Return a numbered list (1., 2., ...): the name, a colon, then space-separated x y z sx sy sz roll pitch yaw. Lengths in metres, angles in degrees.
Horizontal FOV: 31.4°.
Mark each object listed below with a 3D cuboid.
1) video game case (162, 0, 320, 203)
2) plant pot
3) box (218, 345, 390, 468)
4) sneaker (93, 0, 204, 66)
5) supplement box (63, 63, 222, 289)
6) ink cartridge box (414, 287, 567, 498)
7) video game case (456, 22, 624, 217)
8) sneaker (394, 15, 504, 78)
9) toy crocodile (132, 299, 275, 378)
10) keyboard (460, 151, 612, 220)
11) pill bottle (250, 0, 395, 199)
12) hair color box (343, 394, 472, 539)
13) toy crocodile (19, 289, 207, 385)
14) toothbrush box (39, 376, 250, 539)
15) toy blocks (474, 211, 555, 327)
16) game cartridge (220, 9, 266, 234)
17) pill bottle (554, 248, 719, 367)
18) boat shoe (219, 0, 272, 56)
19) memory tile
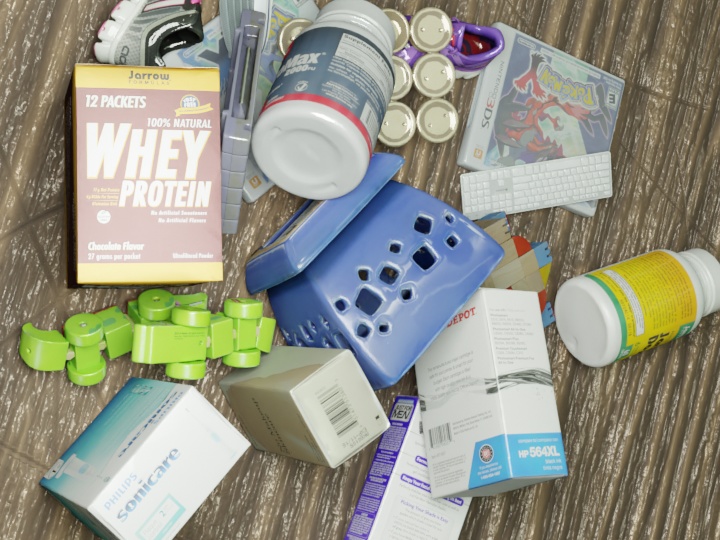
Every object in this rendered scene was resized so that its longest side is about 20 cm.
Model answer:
1. video game case: -0.101 -0.206 1.407 0.200 0.022 0.183 -41 105 -22
2. plant pot: 0.000 0.000 1.357 0.180 0.200 0.200 47 69 -9
3. box: -0.062 0.135 1.312 0.078 0.200 0.095 -34 101 -24
4. sneaker: -0.187 -0.279 1.329 0.087 0.074 0.201 34 78 0
5. supplement box: -0.214 -0.083 1.235 0.132 0.200 0.199 -1 88 -16
6. ink cartridge box: 0.134 0.133 1.374 0.084 0.146 0.202 3 72 -31
7. video game case: 0.224 -0.183 1.567 0.199 0.023 0.184 19 79 -25
8. sneaker: 0.075 -0.266 1.462 0.199 0.083 0.081 -6 84 -27
9. toy crocodile: -0.156 0.067 1.299 0.199 0.061 0.068 -7 102 -51
10. keyboard: 0.213 -0.102 1.539 0.198 0.011 0.057 -10 110 -17
11. pill bottle: -0.029 -0.181 1.297 0.119 0.119 0.201 36 46 -20
12. hair color box: 0.063 0.254 1.445 0.109 0.065 0.201 27 78 -22
13. toy crocodile: -0.247 0.061 1.305 0.199 0.062 0.068 -18 131 -28
14. toothbrush box: -0.212 0.187 1.235 0.085 0.200 0.147 46 69 -17
15. toy blocks: 0.171 0.012 1.500 0.136 0.100 0.201 -28 104 -35
16. game cartridge: -0.122 -0.148 1.267 0.038 0.130 0.201 11 45 -9
17. pill bottle: 0.347 0.038 1.568 0.199 0.113 0.114 -17 95 -27
18. boat shoe: -0.104 -0.321 1.360 0.066 0.073 0.202 0 91 -39
19. memory tile: 0.009 -0.209 1.410 0.198 0.017 0.155 -7 96 -11
